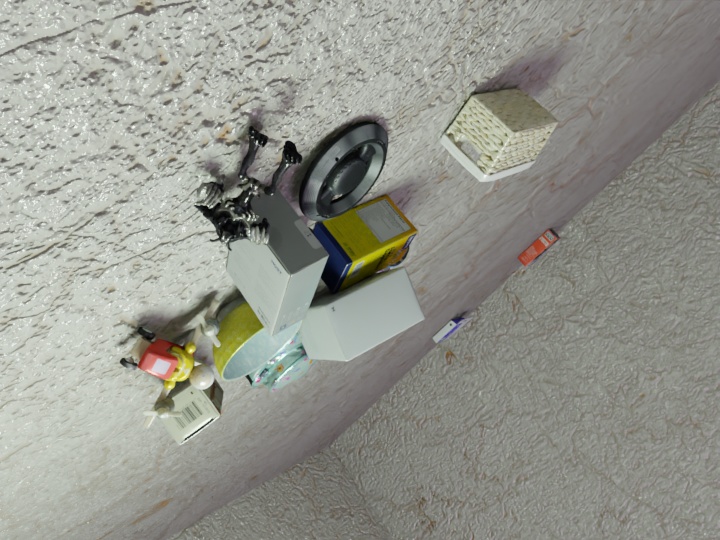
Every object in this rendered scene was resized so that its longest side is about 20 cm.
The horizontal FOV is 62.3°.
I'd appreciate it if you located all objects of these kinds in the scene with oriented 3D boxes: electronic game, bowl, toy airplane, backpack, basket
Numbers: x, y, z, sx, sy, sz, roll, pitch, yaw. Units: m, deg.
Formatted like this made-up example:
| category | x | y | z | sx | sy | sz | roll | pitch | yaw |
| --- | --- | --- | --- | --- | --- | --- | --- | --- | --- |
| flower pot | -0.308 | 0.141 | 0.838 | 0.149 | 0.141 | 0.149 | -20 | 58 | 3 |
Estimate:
| category | x | y | z | sx | sy | sz | roll | pitch | yaw |
| --- | --- | --- | --- | --- | --- | --- | --- | --- | --- |
| electronic game | -0.026 | -0.166 | 1.018 | 0.200 | 0.042 | 0.200 | -40 | 159 | -19 |
| bowl | -0.225 | 0.116 | 1.200 | 0.200 | 0.108 | 0.200 | -37 | 163 | -13 |
| toy airplane | -0.325 | 0.173 | 1.092 | 0.199 | 0.140 | 0.201 | -48 | 160 | -49 |
| backpack | -0.174 | 0.170 | 1.372 | 0.201 | 0.153 | 0.175 | -57 | 161 | 19 |
| basket | 0.285 | -0.281 | 1.209 | 0.199 | 0.136 | 0.124 | -22 | 152 | -42 |

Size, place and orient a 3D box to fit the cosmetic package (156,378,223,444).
| category | x | y | z | sx | sy | sz | roll | pitch | yaw |
| --- | --- | --- | --- | --- | --- | --- | --- | --- | --- |
| cosmetic package | -0.352 | 0.274 | 1.248 | 0.103 | 0.088 | 0.200 | -36 | -172 | -6 |

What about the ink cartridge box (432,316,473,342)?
| category | x | y | z | sx | sy | sz | roll | pitch | yaw |
| --- | --- | --- | --- | --- | --- | --- | --- | --- | --- |
| ink cartridge box | 0.493 | 0.299 | 3.161 | 0.200 | 0.044 | 0.198 | -44 | 162 | 21 |

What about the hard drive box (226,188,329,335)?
| category | x | y | z | sx | sy | sz | roll | pitch | yaw |
| --- | --- | --- | --- | --- | --- | --- | --- | --- | --- |
| hard drive box | -0.144 | -0.011 | 0.980 | 0.076 | 0.156 | 0.200 | -28 | 160 | -30 |

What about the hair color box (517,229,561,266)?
| category | x | y | z | sx | sy | sz | roll | pitch | yaw |
| --- | --- | --- | --- | --- | --- | --- | --- | --- | --- |
| hair color box | 0.860 | -0.107 | 2.865 | 0.200 | 0.064 | 0.111 | -48 | 159 | 23 |

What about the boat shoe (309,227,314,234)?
| category | x | y | z | sx | sy | sz | roll | pitch | yaw |
| --- | --- | --- | --- | --- | --- | --- | --- | --- | --- |
| boat shoe | -0.124 | -0.014 | 1.151 | 0.062 | 0.075 | 0.201 | -22 | 152 | -25 |

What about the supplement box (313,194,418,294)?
| category | x | y | z | sx | sy | sz | roll | pitch | yaw |
| --- | --- | --- | --- | --- | --- | --- | --- | --- | --- |
| supplement box | 0.001 | -0.056 | 1.229 | 0.199 | 0.109 | 0.110 | -26 | 158 | -34 |

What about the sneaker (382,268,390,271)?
| category | x | y | z | sx | sy | sz | roll | pitch | yaw |
| --- | --- | --- | --- | --- | --- | --- | --- | --- | --- |
| sneaker | 0.000 | 0.000 | 1.464 | 0.099 | 0.075 | 0.199 | -23 | 175 | 34 |

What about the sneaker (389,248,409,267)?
| category | x | y | z | sx | sy | sz | roll | pitch | yaw |
| --- | --- | --- | --- | --- | --- | --- | --- | --- | --- |
| sneaker | 0.066 | -0.055 | 1.423 | 0.083 | 0.071 | 0.199 | -41 | 160 | 29 |

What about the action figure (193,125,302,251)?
| category | x | y | z | sx | sy | sz | roll | pitch | yaw |
| --- | --- | --- | --- | --- | --- | --- | --- | --- | --- |
| action figure | -0.164 | -0.093 | 0.817 | 0.201 | 0.118 | 0.102 | -56 | -171 | 28 |

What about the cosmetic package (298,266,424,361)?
| category | x | y | z | sx | sy | sz | roll | pitch | yaw |
| --- | --- | --- | --- | --- | --- | --- | --- | --- | --- |
| cosmetic package | -0.011 | 0.092 | 1.241 | 0.198 | 0.124 | 0.200 | -25 | -176 | -26 |
